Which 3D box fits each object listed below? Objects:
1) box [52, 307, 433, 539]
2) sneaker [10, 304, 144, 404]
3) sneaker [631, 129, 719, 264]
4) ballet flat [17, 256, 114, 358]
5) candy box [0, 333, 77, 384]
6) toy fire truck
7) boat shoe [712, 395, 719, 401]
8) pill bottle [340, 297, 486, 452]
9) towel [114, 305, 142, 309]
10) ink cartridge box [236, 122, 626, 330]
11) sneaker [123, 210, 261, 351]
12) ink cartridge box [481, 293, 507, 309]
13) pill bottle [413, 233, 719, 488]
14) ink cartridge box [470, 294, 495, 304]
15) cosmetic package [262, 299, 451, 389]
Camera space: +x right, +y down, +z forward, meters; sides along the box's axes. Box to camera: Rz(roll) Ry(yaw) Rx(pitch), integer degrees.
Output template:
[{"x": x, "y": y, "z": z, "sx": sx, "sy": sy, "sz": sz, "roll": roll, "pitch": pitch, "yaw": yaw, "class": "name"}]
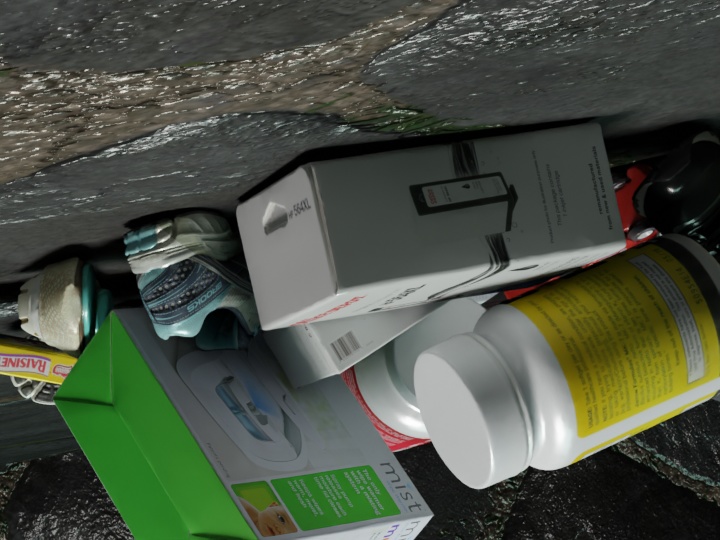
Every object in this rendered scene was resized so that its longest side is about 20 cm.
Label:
[{"x": -0.080, "y": 0.127, "z": 1.368, "sx": 0.176, "sy": 0.200, "sz": 0.097, "roll": -1, "pitch": 138, "yaw": -48, "class": "box"}, {"x": -0.200, "y": 0.058, "z": 1.697, "sx": 0.198, "sy": 0.079, "sz": 0.090, "roll": -5, "pitch": -170, "yaw": -19, "class": "sneaker"}, {"x": 0.249, "y": -0.028, "z": 1.389, "sx": 0.076, "sy": 0.088, "sz": 0.200, "roll": -43, "pitch": 156, "yaw": 1, "class": "sneaker"}, {"x": -0.211, "y": 0.031, "z": 1.417, "sx": 0.062, "sy": 0.068, "sz": 0.200, "roll": -1, "pitch": 172, "yaw": -2, "class": "ballet flat"}, {"x": -0.233, "y": 0.066, "z": 1.480, "sx": 0.199, "sy": 0.027, "sz": 0.102, "roll": 13, "pitch": -178, "yaw": -29, "class": "candy box"}, {"x": 0.172, "y": -0.006, "z": 1.531, "sx": 0.200, "sy": 0.049, "sz": 0.141, "roll": -36, "pitch": 160, "yaw": 26, "class": "toy fire truck"}, {"x": 0.242, "y": 0.054, "z": 1.428, "sx": 0.199, "sy": 0.072, "sz": 0.062, "roll": 22, "pitch": 170, "yaw": 42, "class": "boat shoe"}, {"x": 0.039, "y": 0.074, "z": 1.526, "sx": 0.111, "sy": 0.113, "sz": 0.200, "roll": -9, "pitch": 173, "yaw": -16, "class": "pill bottle"}, {"x": -0.133, "y": 0.064, "z": 1.559, "sx": 0.199, "sy": 0.023, "sz": 0.144, "roll": -1, "pitch": 146, "yaw": 35, "class": "towel"}, {"x": 0.040, "y": -0.026, "z": 1.261, "sx": 0.199, "sy": 0.085, "sz": 0.146, "roll": -10, "pitch": 174, "yaw": -22, "class": "ink cartridge box"}, {"x": -0.091, "y": 0.014, "z": 1.362, "sx": 0.077, "sy": 0.087, "sz": 0.200, "roll": -14, "pitch": 172, "yaw": 28, "class": "sneaker"}, {"x": 0.172, "y": 0.038, "z": 1.727, "sx": 0.199, "sy": 0.068, "sz": 0.116, "roll": -31, "pitch": -168, "yaw": -32, "class": "ink cartridge box"}, {"x": 0.143, "y": 0.061, "z": 1.318, "sx": 0.199, "sy": 0.115, "sz": 0.114, "roll": -22, "pitch": 177, "yaw": -22, "class": "pill bottle"}, {"x": 0.045, "y": 0.033, "z": 1.903, "sx": 0.198, "sy": 0.041, "sz": 0.200, "roll": -9, "pitch": 173, "yaw": -17, "class": "ink cartridge box"}, {"x": 0.034, "y": 0.006, "z": 1.377, "sx": 0.199, "sy": 0.051, "sz": 0.082, "roll": -32, "pitch": -179, "yaw": -25, "class": "cosmetic package"}]
